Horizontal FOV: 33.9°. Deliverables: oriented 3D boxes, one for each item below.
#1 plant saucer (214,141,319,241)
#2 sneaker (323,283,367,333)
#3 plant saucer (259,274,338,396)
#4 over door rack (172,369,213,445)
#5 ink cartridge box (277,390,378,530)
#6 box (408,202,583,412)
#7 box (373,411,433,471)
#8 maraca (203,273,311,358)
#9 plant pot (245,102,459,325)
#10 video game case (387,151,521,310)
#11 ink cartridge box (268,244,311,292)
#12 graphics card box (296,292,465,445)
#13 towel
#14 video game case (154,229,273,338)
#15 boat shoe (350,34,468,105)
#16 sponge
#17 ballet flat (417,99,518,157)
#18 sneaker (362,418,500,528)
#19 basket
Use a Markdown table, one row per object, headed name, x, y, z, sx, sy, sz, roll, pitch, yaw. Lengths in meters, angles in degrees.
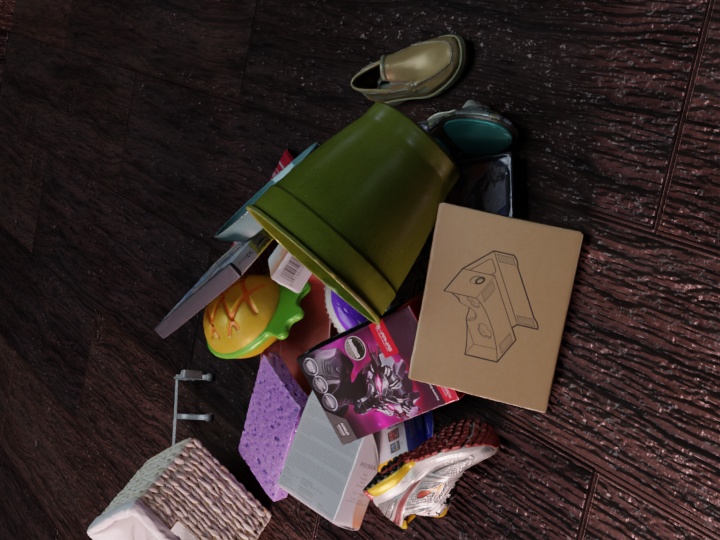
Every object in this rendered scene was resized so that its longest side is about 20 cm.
| name | x | y | z | sx | sy | sz | roll | pitch | yaw |
| --- | --- | --- | --- | --- | --- | --- | --- | --- | --- |
| plant saucer | -0.123 | -0.103 | 1.679 | 0.199 | 0.036 | 0.200 | -30 | 16 | 52 |
| sneaker | -0.001 | 0.000 | 1.587 | 0.099 | 0.069 | 0.202 | -44 | 51 | 42 |
| plant saucer | -0.083 | 0.101 | 1.730 | 0.199 | 0.036 | 0.203 | -2 | 83 | 57 |
| over door rack | -0.277 | 0.244 | 1.965 | 0.200 | 0.066 | 0.150 | 152 | 120 | -76 |
| ink cartridge box | -0.024 | 0.219 | 1.562 | 0.162 | 0.050 | 0.202 | 17 | 83 | 57 |
| box | 0.146 | 0.040 | 1.302 | 0.161 | 0.021 | 0.203 | 12 | 98 | 13 |
| box | 0.025 | 0.199 | 1.543 | 0.200 | 0.041 | 0.121 | -38 | 54 | 51 |
| maraca | -0.151 | 0.062 | 1.716 | 0.198 | 0.107 | 0.139 | -16 | 51 | 37 |
| plant pot | 0.006 | -0.078 | 1.338 | 0.193 | 0.200 | 0.200 | -50 | 36 | -4 |
| video game case | 0.100 | -0.035 | 1.403 | 0.198 | 0.025 | 0.184 | -7 | 78 | 35 |
| ink cartridge box | -0.070 | -0.081 | 1.624 | 0.163 | 0.050 | 0.200 | -56 | 21 | 14 |
| graphics card box | 0.028 | 0.119 | 1.411 | 0.199 | 0.051 | 0.127 | -26 | 94 | 39 |
| towel | -0.136 | -0.075 | 1.812 | 0.201 | 0.022 | 0.145 | -58 | 35 | 19 |
| video game case | -0.199 | 0.000 | 1.729 | 0.199 | 0.026 | 0.181 | -36 | 11 | 38 |
| boat shoe | 0.057 | -0.257 | 1.530 | 0.199 | 0.075 | 0.073 | -19 | 69 | 54 |
| sponge | -0.126 | 0.230 | 1.731 | 0.112 | 0.030 | 0.202 | 49 | 136 | 36 |
| ballet flat | 0.117 | -0.173 | 1.435 | 0.199 | 0.071 | 0.073 | -12 | 75 | 49 |
| sneaker | 0.096 | 0.243 | 1.410 | 0.199 | 0.078 | 0.082 | -37 | 92 | 38 |
| basket | -0.277 | 0.392 | 1.807 | 0.199 | 0.198 | 0.161 | -34 | 13 | 50 |
